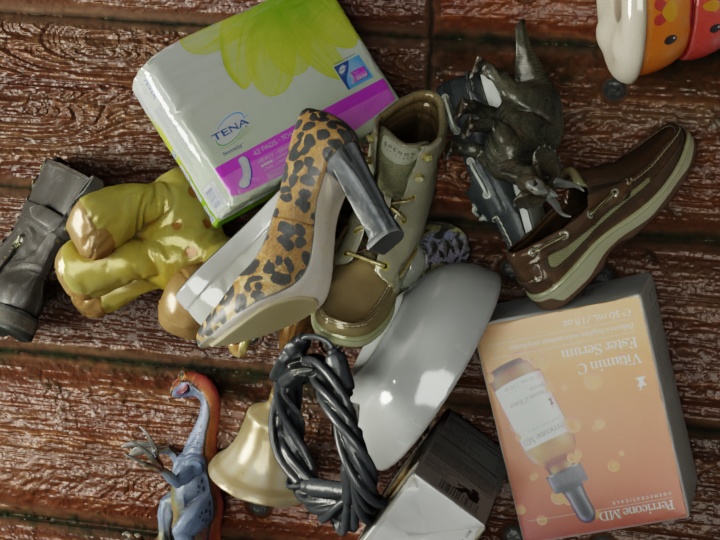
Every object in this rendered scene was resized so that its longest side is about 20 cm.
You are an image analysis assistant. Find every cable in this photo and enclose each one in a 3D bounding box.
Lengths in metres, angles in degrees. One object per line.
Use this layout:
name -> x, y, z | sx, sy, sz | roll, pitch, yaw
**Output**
cable -> -0.028, 0.145, 1.517 | 0.051, 0.200, 0.164 | -22, 73, -23

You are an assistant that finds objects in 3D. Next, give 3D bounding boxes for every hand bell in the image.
hand bell -> -0.071, 0.102, 1.630 | 0.104, 0.104, 0.201 | 17, 110, 11

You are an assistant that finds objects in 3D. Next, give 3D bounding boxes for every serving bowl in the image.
serving bowl -> 0.042, 0.072, 1.553 | 0.066, 0.200, 0.201 | 32, 106, -7

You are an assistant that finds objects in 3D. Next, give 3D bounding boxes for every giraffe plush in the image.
giraffe plush -> -0.152, -0.001, 1.606 | 0.200, 0.173, 0.162 | -38, 69, -12

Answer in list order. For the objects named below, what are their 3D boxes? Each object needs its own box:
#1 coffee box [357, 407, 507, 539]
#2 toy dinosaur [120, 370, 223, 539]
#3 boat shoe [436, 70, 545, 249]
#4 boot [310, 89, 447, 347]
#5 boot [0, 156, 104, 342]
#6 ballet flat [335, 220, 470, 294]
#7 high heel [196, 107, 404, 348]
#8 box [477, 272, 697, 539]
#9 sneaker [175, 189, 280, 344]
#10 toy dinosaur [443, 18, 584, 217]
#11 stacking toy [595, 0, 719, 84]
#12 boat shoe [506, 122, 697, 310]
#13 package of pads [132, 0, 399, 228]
coffee box -> 0.062, 0.211, 1.577 | 0.080, 0.200, 0.113 | 36, 105, 2
toy dinosaur -> -0.162, 0.196, 1.718 | 0.199, 0.105, 0.182 | 29, 94, -30
boat shoe -> 0.121, -0.078, 1.582 | 0.060, 0.076, 0.201 | -17, 83, 16
boot -> 0.018, -0.045, 1.500 | 0.072, 0.200, 0.155 | 20, 133, 8
boot -> -0.319, -0.026, 1.694 | 0.200, 0.069, 0.175 | 11, 75, 52
ballet flat -> 0.000, 0.000, 1.625 | 0.199, 0.072, 0.072 | -10, 97, 16
high heel -> -0.072, -0.034, 1.463 | 0.200, 0.071, 0.143 | -34, 65, 13
box -> 0.201, 0.120, 1.575 | 0.151, 0.106, 0.201 | -13, 96, 16
sneaker -> -0.059, -0.019, 1.518 | 0.085, 0.073, 0.200 | 45, 88, 3
toy dinosaur -> 0.133, -0.123, 1.516 | 0.102, 0.201, 0.077 | 20, 139, -10
stacking toy -> 0.301, -0.235, 1.493 | 0.199, 0.146, 0.147 | -4, 99, -2
boat shoe -> 0.204, -0.061, 1.521 | 0.202, 0.075, 0.075 | -48, 110, -14
package of pads -> -0.081, -0.153, 1.562 | 0.199, 0.068, 0.155 | -31, 85, -24
